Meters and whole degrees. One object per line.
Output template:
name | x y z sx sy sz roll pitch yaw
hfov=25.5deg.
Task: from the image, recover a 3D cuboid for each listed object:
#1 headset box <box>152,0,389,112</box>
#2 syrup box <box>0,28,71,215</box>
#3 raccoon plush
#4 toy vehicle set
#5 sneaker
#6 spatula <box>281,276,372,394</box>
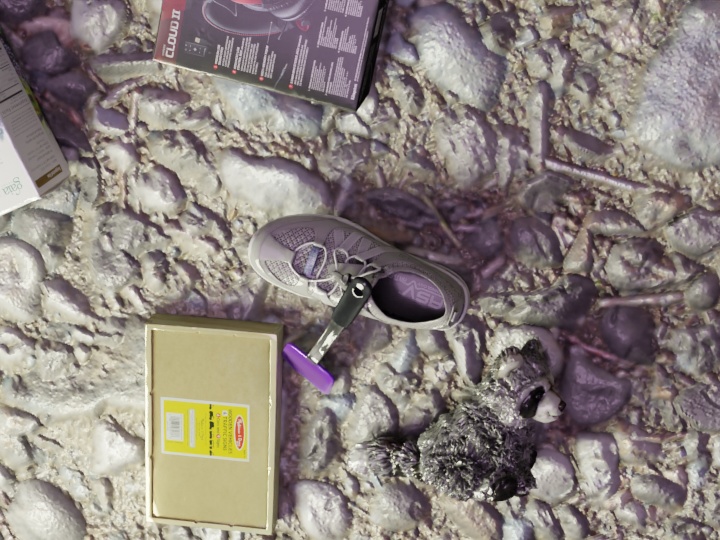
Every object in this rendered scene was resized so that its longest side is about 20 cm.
headset box | -0.077 -0.231 1.305 0.198 0.075 0.150 14 109 5
syrup box | -0.338 -0.147 1.373 0.078 0.082 0.202 -21 104 17
raccoon plush | 0.081 0.124 1.391 0.198 0.097 0.136 2 101 9
toy vehicle set | -0.136 0.142 1.463 0.123 0.027 0.202 5 109 8
sneaker | 0.000 0.000 1.358 0.198 0.082 0.076 14 95 1
spatula | -0.026 0.054 1.360 0.056 0.021 0.200 38 145 4
